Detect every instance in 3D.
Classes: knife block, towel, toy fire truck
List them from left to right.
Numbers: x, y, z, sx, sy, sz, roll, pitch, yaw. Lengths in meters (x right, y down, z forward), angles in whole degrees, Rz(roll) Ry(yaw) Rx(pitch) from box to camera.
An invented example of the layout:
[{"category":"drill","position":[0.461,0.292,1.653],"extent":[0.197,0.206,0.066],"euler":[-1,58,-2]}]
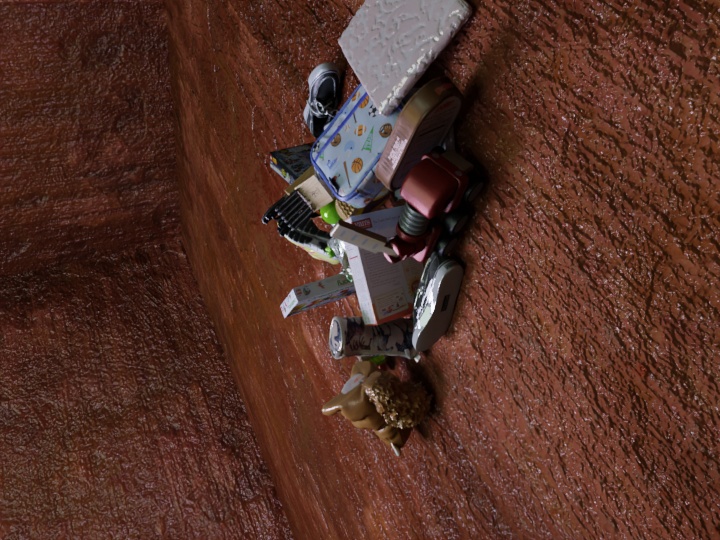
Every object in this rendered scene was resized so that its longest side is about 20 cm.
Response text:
[{"category":"knife block","position":[-0.113,-0.159,1.103],"extent":[0.174,0.202,0.064],"euler":[-24,116,39]},{"category":"towel","position":[0.061,-0.380,0.845],"extent":[0.200,0.032,0.193],"euler":[-46,57,31]},{"category":"toy fire truck","position":[0.069,-0.087,0.827],"extent":[0.128,0.198,0.178],"euler":[41,138,21]}]

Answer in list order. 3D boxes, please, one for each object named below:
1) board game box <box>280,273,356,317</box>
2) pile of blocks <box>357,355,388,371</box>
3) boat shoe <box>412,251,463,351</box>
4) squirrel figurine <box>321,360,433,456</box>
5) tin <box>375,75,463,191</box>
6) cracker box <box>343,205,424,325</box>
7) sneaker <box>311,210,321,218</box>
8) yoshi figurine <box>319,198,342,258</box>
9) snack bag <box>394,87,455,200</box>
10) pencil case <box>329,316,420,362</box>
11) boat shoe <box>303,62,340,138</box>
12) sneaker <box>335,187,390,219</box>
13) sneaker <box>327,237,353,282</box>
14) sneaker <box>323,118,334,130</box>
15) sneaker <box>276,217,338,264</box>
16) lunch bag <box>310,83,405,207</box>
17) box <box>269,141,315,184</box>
[{"category":"board game box","position":[-0.077,0.047,1.226],"extent":[0.035,0.196,0.126],"euler":[66,153,12]},{"category":"pile of blocks","position":[0.036,0.169,1.190],"extent":[0.062,0.081,0.204],"euler":[44,139,47]},{"category":"boat shoe","position":[0.130,0.056,0.969],"extent":[0.064,0.069,0.203],"euler":[49,135,41]},{"category":"squirrel figurine","position":[0.056,0.297,1.125],"extent":[0.198,0.142,0.188],"euler":[-25,109,45]},{"category":"tin","position":[0.089,-0.201,0.818],"extent":[0.042,0.111,0.201],"euler":[45,144,14]},{"category":"cracker box","position":[0.050,-0.011,1.017],"extent":[0.057,0.131,0.205],"euler":[-14,90,63]},{"category":"sneaker","position":[-0.108,-0.171,1.305],"extent":[0.200,0.088,0.072],"euler":[-34,73,63]},{"category":"yoshi figurine","position":[-0.026,-0.082,1.128],"extent":[0.202,0.111,0.112],"euler":[58,161,10]},{"category":"snack bag","position":[0.104,-0.213,0.936],"extent":[0.188,0.021,0.205],"euler":[27,129,59]},{"category":"pencil case","position":[0.029,0.134,1.052],"extent":[0.079,0.196,0.090],"euler":[-66,35,32]},{"category":"boat shoe","position":[-0.084,-0.367,1.178],"extent":[0.199,0.072,0.070],"euler":[-49,55,60]},{"category":"sneaker","position":[0.030,-0.181,1.017],"extent":[0.201,0.089,0.076],"euler":[-53,58,31]},{"category":"sneaker","position":[0.000,0.000,1.081],"extent":[0.088,0.077,0.203],"euler":[-23,98,46]},{"category":"sneaker","position":[-0.007,-0.288,1.093],"extent":[0.089,0.074,0.199],"euler":[61,163,-12]},{"category":"sneaker","position":[-0.123,-0.072,1.330],"extent":[0.198,0.079,0.091],"euler":[32,159,6]},{"category":"lunch bag","position":[0.001,-0.220,0.932],"extent":[0.200,0.075,0.162],"euler":[-45,60,21]},{"category":"box","position":[-0.112,-0.239,1.227],"extent":[0.200,0.134,0.041],"euler":[43,143,48]}]
